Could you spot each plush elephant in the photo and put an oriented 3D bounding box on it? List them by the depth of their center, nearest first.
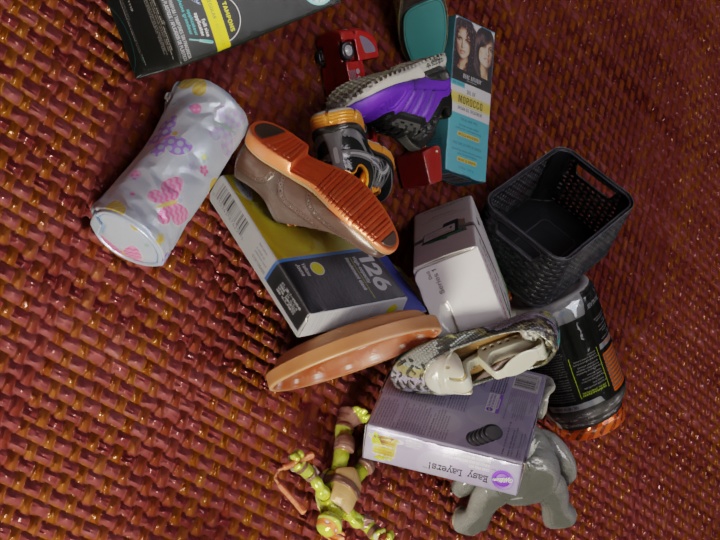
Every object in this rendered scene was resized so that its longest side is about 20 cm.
[{"bbox_3d":[0.185,0.217,1.662,0.156,0.162,0.202,-101,-174,-47],"label":"plush elephant"}]

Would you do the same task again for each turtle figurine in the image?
[{"bbox_3d":[-0.013,0.248,1.502,0.199,0.064,0.162,40,49,-18],"label":"turtle figurine"}]

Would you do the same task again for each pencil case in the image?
[{"bbox_3d":[-0.193,-0.102,1.343,0.090,0.083,0.202,39,59,-21],"label":"pencil case"}]

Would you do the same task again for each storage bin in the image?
[{"bbox_3d":[0.248,-0.059,1.725,0.135,0.094,0.199,40,47,18],"label":"storage bin"}]

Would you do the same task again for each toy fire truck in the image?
[{"bbox_3d":[0.024,-0.194,1.590,0.140,0.048,0.203,-16,97,-45],"label":"toy fire truck"}]

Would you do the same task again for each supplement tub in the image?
[{"bbox_3d":[0.282,0.117,1.769,0.122,0.122,0.202,-34,110,-41],"label":"supplement tub"}]

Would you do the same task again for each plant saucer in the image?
[{"bbox_3d":[-0.009,0.084,1.433,0.199,0.199,0.033,-10,75,-45],"label":"plant saucer"}]

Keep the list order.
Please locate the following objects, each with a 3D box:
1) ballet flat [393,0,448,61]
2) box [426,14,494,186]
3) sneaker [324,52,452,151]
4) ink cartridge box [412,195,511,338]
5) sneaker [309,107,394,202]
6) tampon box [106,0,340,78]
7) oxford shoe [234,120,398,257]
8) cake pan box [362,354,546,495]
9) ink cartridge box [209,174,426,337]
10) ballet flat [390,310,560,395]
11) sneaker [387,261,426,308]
[{"bbox_3d":[0.066,-0.343,1.623,0.071,0.070,0.202,-51,143,-35],"label":"ballet flat"},{"bbox_3d":[0.125,-0.216,1.692,0.082,0.049,0.203,13,78,-44],"label":"box"},{"bbox_3d":[0.045,-0.183,1.527,0.199,0.069,0.101,-27,107,-42],"label":"sneaker"},{"bbox_3d":[0.123,0.016,1.578,0.200,0.083,0.148,-84,153,-70],"label":"ink cartridge box"},{"bbox_3d":[-0.009,-0.110,1.492,0.200,0.077,0.078,43,35,-65],"label":"sneaker"},{"bbox_3d":[-0.148,-0.304,1.343,0.199,0.126,0.152,-28,105,-27],"label":"tampon box"},{"bbox_3d":[-0.047,-0.072,1.388,0.199,0.073,0.071,39,33,10],"label":"oxford shoe"},{"bbox_3d":[0.112,0.163,1.519,0.200,0.181,0.053,-62,163,-59],"label":"cake pan box"},{"bbox_3d":[-0.038,-0.027,1.444,0.198,0.047,0.199,-10,55,-42],"label":"ink cartridge box"},{"bbox_3d":[0.129,0.100,1.463,0.072,0.198,0.073,-19,90,-85],"label":"ballet flat"},{"bbox_3d":[0.000,0.000,1.530,0.199,0.076,0.077,25,71,-40],"label":"sneaker"}]
